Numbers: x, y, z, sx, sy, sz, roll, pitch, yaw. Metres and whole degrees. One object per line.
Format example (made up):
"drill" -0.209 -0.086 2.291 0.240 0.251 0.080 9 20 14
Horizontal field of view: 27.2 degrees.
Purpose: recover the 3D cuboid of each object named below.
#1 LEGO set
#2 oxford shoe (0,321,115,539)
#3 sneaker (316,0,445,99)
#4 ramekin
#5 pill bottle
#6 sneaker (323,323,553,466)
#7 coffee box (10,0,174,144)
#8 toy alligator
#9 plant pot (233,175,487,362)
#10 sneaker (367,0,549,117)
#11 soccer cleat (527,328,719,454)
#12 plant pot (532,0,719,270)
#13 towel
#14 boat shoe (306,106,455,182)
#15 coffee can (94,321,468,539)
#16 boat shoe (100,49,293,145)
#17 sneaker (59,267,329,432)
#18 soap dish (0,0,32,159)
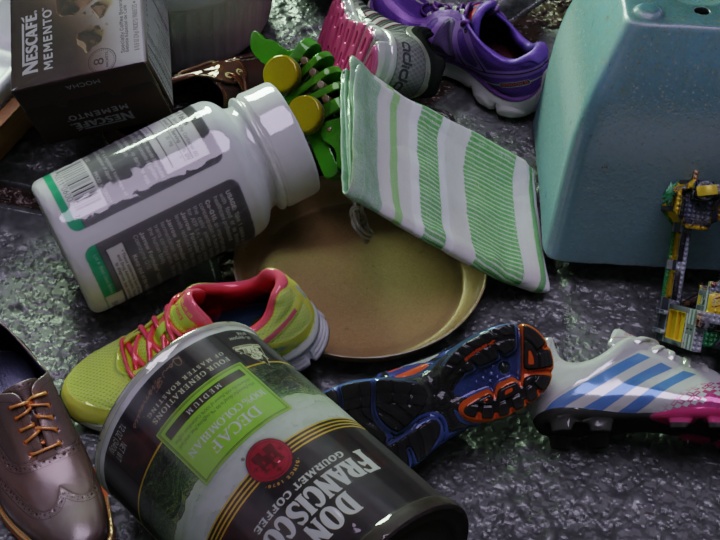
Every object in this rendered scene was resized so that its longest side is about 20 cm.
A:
"LEGO set" 0.305 0.008 1.072 0.199 0.116 0.155 18 92 -5
"oxford shoe" -0.227 0.117 1.019 0.071 0.073 0.200 -23 52 -22
"sneaker" 0.018 -0.190 1.303 0.087 0.074 0.200 14 15 -21
"ramekin" -0.170 -0.272 1.366 0.199 0.105 0.201 1 47 -1
"pill bottle" -0.139 -0.059 1.139 0.199 0.113 0.113 -26 52 -10
"sneaker" 0.041 0.099 1.056 0.199 0.078 0.076 -19 86 -2
"coffee box" -0.219 -0.216 1.209 0.112 0.080 0.201 -10 62 7
"toy alligator" -0.022 -0.118 1.179 0.054 0.059 0.201 -34 74 12
"plant pot" 0.000 0.000 1.170 0.199 0.028 0.201 0 47 -1
"sneaker" 0.094 -0.218 1.340 0.199 0.084 0.081 31 52 26
"soccer cleat" 0.219 0.081 1.065 0.199 0.070 0.087 1 64 1
"plant pot" 0.250 -0.140 1.180 0.195 0.201 0.197 4 41 0
"towel" 0.067 -0.072 1.167 0.199 0.023 0.153 28 40 -29
"boat shoe" -0.010 -0.111 1.250 0.200 0.061 0.072 -10 47 -11
"coffee can" -0.052 0.148 0.948 0.146 0.147 0.200 -34 56 -29
"boat shoe" -0.122 -0.141 1.257 0.199 0.070 0.071 -21 91 -14
"sneaker" -0.127 0.048 1.063 0.199 0.090 0.078 -22 53 -2
"soap dish" -0.340 -0.170 1.279 0.157 0.081 0.200 19 49 15
